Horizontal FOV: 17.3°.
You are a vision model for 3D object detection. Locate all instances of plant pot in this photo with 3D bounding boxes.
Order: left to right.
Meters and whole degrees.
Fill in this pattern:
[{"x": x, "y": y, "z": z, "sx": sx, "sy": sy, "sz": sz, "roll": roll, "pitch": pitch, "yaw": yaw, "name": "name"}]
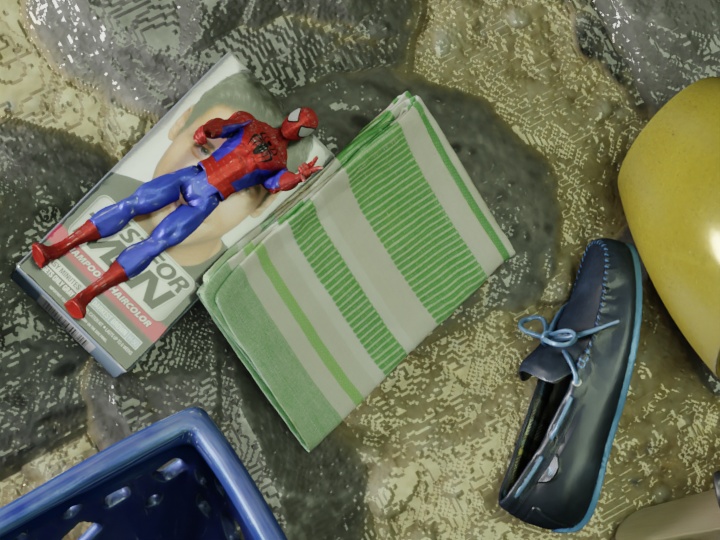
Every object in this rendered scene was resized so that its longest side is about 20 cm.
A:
[{"x": -0.132, "y": 0.234, "z": 1.428, "sx": 0.200, "sy": 0.180, "sz": 0.200, "roll": -28, "pitch": 69, "yaw": -15, "name": "plant pot"}, {"x": 0.256, "y": -0.048, "z": 1.578, "sx": 0.200, "sy": 0.200, "sz": 0.142, "roll": -41, "pitch": 68, "yaw": -14, "name": "plant pot"}]

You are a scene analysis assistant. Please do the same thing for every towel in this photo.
[{"x": 0.000, "y": 0.000, "z": 1.554, "sx": 0.200, "sy": 0.023, "sz": 0.153, "roll": -43, "pitch": 120, "yaw": -16, "name": "towel"}]

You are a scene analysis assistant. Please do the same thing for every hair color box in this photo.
[{"x": -0.123, "y": -0.036, "z": 1.540, "sx": 0.099, "sy": 0.061, "sz": 0.200, "roll": 44, "pitch": 75, "yaw": -5, "name": "hair color box"}]

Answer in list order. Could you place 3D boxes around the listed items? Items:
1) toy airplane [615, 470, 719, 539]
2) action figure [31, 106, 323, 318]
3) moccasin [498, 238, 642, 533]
[{"x": 0.295, "y": 0.160, "z": 1.563, "sx": 0.199, "sy": 0.200, "sz": 0.142, "roll": -25, "pitch": 104, "yaw": -26, "name": "toy airplane"}, {"x": -0.102, "y": -0.049, "z": 1.468, "sx": 0.200, "sy": 0.099, "sz": 0.065, "roll": -35, "pitch": 93, "yaw": -17, "name": "action figure"}, {"x": 0.139, "y": 0.073, "z": 1.578, "sx": 0.068, "sy": 0.080, "sz": 0.201, "roll": 14, "pitch": 80, "yaw": -13, "name": "moccasin"}]
